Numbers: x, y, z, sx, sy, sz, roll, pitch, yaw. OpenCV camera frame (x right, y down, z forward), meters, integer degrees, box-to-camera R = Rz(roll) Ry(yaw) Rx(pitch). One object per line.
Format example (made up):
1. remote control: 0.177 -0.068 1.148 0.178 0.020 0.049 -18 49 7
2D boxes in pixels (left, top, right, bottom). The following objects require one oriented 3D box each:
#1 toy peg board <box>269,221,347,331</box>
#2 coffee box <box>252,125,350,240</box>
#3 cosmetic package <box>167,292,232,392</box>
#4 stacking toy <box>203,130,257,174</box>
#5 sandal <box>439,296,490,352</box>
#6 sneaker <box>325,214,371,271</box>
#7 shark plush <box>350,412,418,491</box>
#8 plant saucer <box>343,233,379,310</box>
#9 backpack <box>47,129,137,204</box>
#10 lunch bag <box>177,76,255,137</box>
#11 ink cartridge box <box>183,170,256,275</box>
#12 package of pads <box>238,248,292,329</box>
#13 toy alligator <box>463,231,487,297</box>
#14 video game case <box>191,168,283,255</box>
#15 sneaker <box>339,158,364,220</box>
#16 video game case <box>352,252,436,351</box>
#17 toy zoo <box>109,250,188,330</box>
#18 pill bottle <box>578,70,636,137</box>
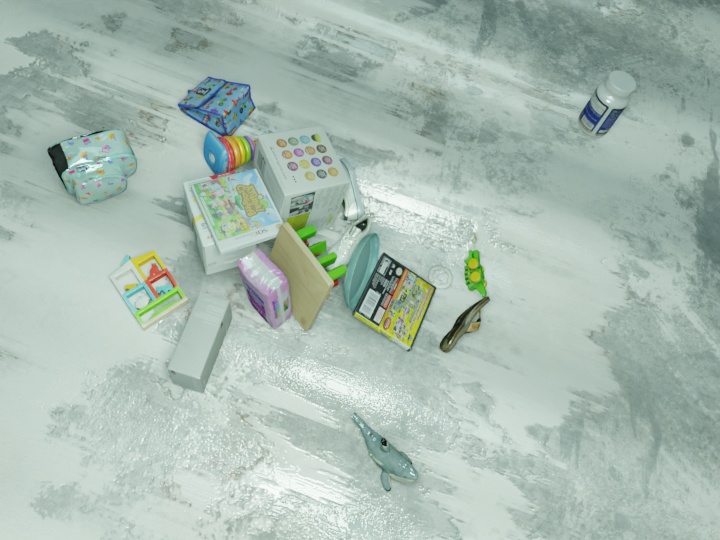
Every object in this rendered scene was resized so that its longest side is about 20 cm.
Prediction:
1. toy peg board: -0.133 0.006 1.417 0.096 0.201 0.201 -24 66 -39
2. coffee box: -0.170 -0.236 1.515 0.193 0.202 0.204 -15 64 -27
3. cosmetic package: -0.376 0.170 1.326 0.087 0.108 0.205 14 62 -2
4. stacking toy: -0.346 -0.350 1.627 0.197 0.118 0.110 -27 63 -37
5. sandal: 0.282 0.148 1.474 0.055 0.082 0.200 44 61 -3
6. sneaker: -0.034 -0.076 1.530 0.073 0.088 0.202 30 62 6
7. shark plush: 0.058 0.402 1.290 0.089 0.084 0.203 -25 69 -21
8. plant saucer: 0.000 0.000 1.435 0.027 0.203 0.203 17 58 16
9. backpack: -0.687 -0.276 1.474 0.197 0.176 0.156 -32 87 -25
10. lunch bag: -0.444 -0.510 1.703 0.195 0.095 0.152 24 61 18
11. ink cartridge box: -0.364 -0.123 1.462 0.141 0.146 0.204 -16 66 -20
12. package of pads: -0.229 0.047 1.365 0.075 0.202 0.120 -38 69 -21
13. toy alligator: 0.315 -0.012 1.580 0.053 0.059 0.206 -19 59 26
14. video game case: -0.302 -0.151 1.394 0.178 0.022 0.204 -19 68 -27
15. sneaker: -0.046 -0.237 1.622 0.069 0.074 0.205 -9 64 -18
16. video game case: 0.093 0.081 1.484 0.178 0.026 0.203 32 60 -6
17. toy zoo: -0.542 0.036 1.416 0.130 0.021 0.201 -32 72 -24
18. pill bottle: 0.825 -0.557 1.876 0.111 0.202 0.119 4 60 -8
